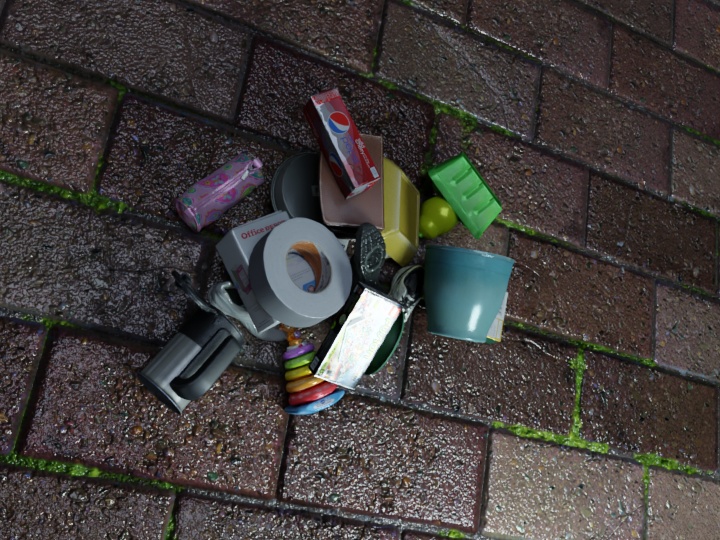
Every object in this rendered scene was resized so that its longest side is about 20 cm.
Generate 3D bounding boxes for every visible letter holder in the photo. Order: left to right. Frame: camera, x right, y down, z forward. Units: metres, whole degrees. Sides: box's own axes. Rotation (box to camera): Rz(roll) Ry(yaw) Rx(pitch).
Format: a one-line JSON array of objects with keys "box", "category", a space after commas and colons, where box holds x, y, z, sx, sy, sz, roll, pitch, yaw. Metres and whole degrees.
[{"box": [-0.033, -0.175, 1.462, 0.140, 0.100, 0.204, 4, 76, -21], "category": "letter holder"}]

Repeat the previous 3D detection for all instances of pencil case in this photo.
[{"box": [-0.293, -0.167, 1.478, 0.199, 0.087, 0.088, -40, 95, -25], "category": "pencil case"}]

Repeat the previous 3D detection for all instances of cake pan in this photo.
[{"box": [-0.093, -0.162, 1.508, 0.197, 0.037, 0.204, 6, 76, -23], "category": "cake pan"}]

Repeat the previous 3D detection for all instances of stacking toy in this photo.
[{"box": [-0.120, 0.188, 1.452, 0.115, 0.109, 0.203, -17, 88, -26], "category": "stacking toy"}]

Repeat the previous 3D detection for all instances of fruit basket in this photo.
[{"box": [0.214, -0.154, 1.694, 0.212, 0.156, 0.220, 3, 104, 10], "category": "fruit basket"}]

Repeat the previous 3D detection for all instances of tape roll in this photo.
[{"box": [-0.114, 0.004, 1.361, 0.198, 0.066, 0.204, 15, 63, -32], "category": "tape roll"}]

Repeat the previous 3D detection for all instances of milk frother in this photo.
[{"box": [-0.340, 0.133, 1.330, 0.200, 0.180, 0.189, 46, 64, -11], "category": "milk frother"}]

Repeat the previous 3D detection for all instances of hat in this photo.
[{"box": [-0.028, 0.107, 1.489, 0.174, 0.199, 0.168, 30, 78, -19], "category": "hat"}]

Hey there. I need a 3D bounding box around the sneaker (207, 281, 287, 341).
[{"box": [-0.219, 0.086, 1.454, 0.198, 0.080, 0.071, 30, 66, -17], "category": "sneaker"}]

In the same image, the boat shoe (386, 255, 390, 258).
[{"box": [0.048, -0.124, 1.633, 0.066, 0.074, 0.204, 9, 77, -32], "category": "boat shoe"}]

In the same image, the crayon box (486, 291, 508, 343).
[{"box": [0.249, 0.083, 1.680, 0.197, 0.051, 0.128, 21, 70, -19], "category": "crayon box"}]

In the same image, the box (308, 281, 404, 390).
[{"box": [-0.008, 0.131, 1.397, 0.109, 0.035, 0.202, 24, 100, -35], "category": "box"}]

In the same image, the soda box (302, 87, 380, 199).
[{"box": [-0.038, -0.250, 1.386, 0.063, 0.070, 0.202, -25, 88, -22], "category": "soda box"}]

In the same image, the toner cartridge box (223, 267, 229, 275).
[{"box": [-0.180, 0.005, 1.498, 0.198, 0.043, 0.096, 28, 73, -10], "category": "toner cartridge box"}]

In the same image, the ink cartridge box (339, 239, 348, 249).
[{"box": [-0.089, -0.116, 1.563, 0.146, 0.076, 0.203, 25, 71, -17], "category": "ink cartridge box"}]

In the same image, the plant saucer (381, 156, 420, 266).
[{"box": [0.090, -0.131, 1.580, 0.048, 0.200, 0.204, -3, 74, 21], "category": "plant saucer"}]

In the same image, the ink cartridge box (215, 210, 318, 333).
[{"box": [-0.177, 0.000, 1.414, 0.143, 0.084, 0.202, -24, 87, -40], "category": "ink cartridge box"}]

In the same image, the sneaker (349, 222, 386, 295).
[{"box": [0.000, 0.000, 1.426, 0.075, 0.090, 0.204, -18, 117, -41], "category": "sneaker"}]

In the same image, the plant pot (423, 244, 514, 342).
[{"box": [0.223, 0.054, 1.549, 0.197, 0.200, 0.191, 11, 88, -21], "category": "plant pot"}]

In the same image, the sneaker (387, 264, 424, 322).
[{"box": [0.090, 0.073, 1.591, 0.075, 0.087, 0.203, 27, 70, -18], "category": "sneaker"}]
